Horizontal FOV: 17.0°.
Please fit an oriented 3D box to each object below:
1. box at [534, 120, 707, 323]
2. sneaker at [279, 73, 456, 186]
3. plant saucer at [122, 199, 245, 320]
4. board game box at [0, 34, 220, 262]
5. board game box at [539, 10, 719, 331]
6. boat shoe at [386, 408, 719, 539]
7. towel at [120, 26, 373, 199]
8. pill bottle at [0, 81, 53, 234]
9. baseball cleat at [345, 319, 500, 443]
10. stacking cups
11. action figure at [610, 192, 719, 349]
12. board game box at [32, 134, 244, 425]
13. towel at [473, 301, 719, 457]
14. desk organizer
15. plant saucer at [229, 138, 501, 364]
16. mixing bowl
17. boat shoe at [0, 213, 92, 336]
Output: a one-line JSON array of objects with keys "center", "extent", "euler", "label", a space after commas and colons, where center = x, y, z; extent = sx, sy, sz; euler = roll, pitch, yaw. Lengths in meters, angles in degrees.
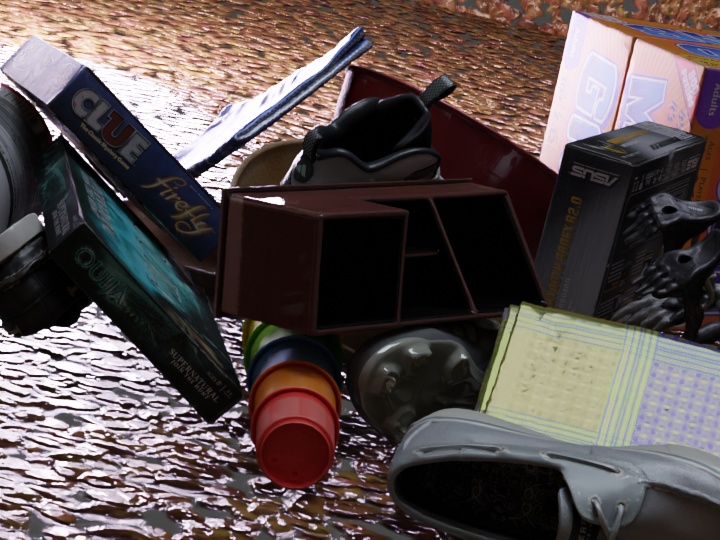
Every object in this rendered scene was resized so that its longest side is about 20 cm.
[{"center": [0.165, -0.012, 1.598], "extent": [0.048, 0.158, 0.200], "euler": [19, 15, 19], "label": "box"}, {"center": [0.037, -0.058, 1.458], "extent": [0.200, 0.140, 0.078], "euler": [-8, 39, -44], "label": "sneaker"}, {"center": [-0.086, -0.003, 1.598], "extent": [0.200, 0.037, 0.200], "euler": [12, 12, -3], "label": "plant saucer"}, {"center": [-0.155, -0.080, 1.512], "extent": [0.135, 0.035, 0.200], "euler": [46, -4, -20], "label": "board game box"}, {"center": [0.272, -0.073, 1.857], "extent": [0.200, 0.200, 0.200], "euler": [5, 15, -26], "label": "board game box"}, {"center": [0.108, 0.122, 1.203], "extent": [0.201, 0.070, 0.072], "euler": [12, 23, 16], "label": "boat shoe"}, {"center": [-0.088, -0.101, 1.691], "extent": [0.145, 0.024, 0.200], "euler": [-41, 8, -33], "label": "towel"}, {"center": [-0.259, -0.050, 1.465], "extent": [0.114, 0.114, 0.200], "euler": [13, 13, 3], "label": "pill bottle"}, {"center": [0.038, 0.056, 1.393], "extent": [0.106, 0.070, 0.200], "euler": [33, 12, 36], "label": "baseball cleat"}, {"center": [-0.034, 0.062, 1.310], "extent": [0.060, 0.061, 0.200], "euler": [11, 13, -6], "label": "stacking cups"}, {"center": [0.208, 0.047, 1.482], "extent": [0.102, 0.200, 0.119], "euler": [-23, 41, 7], "label": "action figure"}, {"center": [-0.130, 0.001, 1.380], "extent": [0.135, 0.028, 0.200], "euler": [48, 4, -20], "label": "board game box"}, {"center": [0.154, 0.090, 1.308], "extent": [0.200, 0.023, 0.144], "euler": [13, 48, 9], "label": "towel"}, {"center": [0.018, -0.009, 1.349], "extent": [0.200, 0.072, 0.077], "euler": [-5, 13, -45], "label": "desk organizer"}, {"center": [0.000, 0.000, 1.521], "extent": [0.200, 0.035, 0.200], "euler": [22, 37, -17], "label": "plant saucer"}, {"center": [0.048, -0.046, 1.679], "extent": [0.200, 0.108, 0.200], "euler": [31, -5, 3], "label": "mixing bowl"}, {"center": [-0.185, 0.006, 1.412], "extent": [0.060, 0.074, 0.200], "euler": [53, -3, 0], "label": "boat shoe"}]
